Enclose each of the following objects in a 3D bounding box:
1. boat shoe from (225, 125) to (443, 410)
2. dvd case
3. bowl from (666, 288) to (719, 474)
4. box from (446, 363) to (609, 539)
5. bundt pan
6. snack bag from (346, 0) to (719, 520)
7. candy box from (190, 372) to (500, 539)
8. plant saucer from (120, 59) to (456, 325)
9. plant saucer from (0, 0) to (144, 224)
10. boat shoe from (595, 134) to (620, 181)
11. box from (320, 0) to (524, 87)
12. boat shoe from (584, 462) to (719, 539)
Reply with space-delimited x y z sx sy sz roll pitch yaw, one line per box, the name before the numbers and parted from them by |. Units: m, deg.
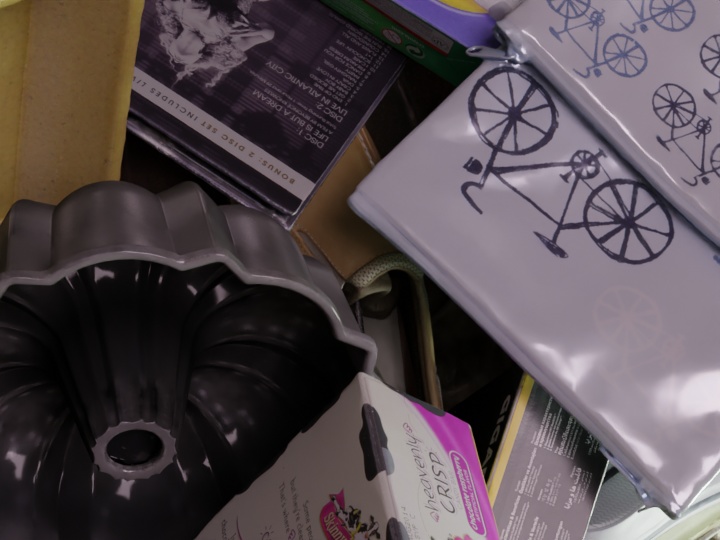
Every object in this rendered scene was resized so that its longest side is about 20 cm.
boat shoe | 0.000 0.000 1.009 0.071 0.076 0.201 -16 87 -26
dvd case | -0.047 -0.121 1.021 0.148 0.016 0.200 33 50 1
bowl | 0.144 0.025 1.065 0.199 0.200 0.108 -5 114 -29
box | 0.036 0.146 0.995 0.049 0.160 0.201 22 72 -6
bundt pan | -0.090 0.044 0.945 0.201 0.202 0.076 18 36 -25
snack bag | 0.118 -0.033 0.955 0.189 0.021 0.200 44 73 8
candy box | -0.030 0.155 0.914 0.061 0.200 0.137 26 32 -31
plant saucer | -0.031 -0.056 1.067 0.200 0.037 0.201 5 80 -27
plant saucer | -0.182 -0.034 0.918 0.199 0.200 0.048 -25 60 -29
boat shoe | 0.174 -0.063 1.027 0.201 0.086 0.075 -8 103 -29
box | 0.057 -0.185 1.025 0.117 0.048 0.200 32 71 1
boat shoe | 0.142 0.097 1.123 0.200 0.072 0.062 -25 132 -37
